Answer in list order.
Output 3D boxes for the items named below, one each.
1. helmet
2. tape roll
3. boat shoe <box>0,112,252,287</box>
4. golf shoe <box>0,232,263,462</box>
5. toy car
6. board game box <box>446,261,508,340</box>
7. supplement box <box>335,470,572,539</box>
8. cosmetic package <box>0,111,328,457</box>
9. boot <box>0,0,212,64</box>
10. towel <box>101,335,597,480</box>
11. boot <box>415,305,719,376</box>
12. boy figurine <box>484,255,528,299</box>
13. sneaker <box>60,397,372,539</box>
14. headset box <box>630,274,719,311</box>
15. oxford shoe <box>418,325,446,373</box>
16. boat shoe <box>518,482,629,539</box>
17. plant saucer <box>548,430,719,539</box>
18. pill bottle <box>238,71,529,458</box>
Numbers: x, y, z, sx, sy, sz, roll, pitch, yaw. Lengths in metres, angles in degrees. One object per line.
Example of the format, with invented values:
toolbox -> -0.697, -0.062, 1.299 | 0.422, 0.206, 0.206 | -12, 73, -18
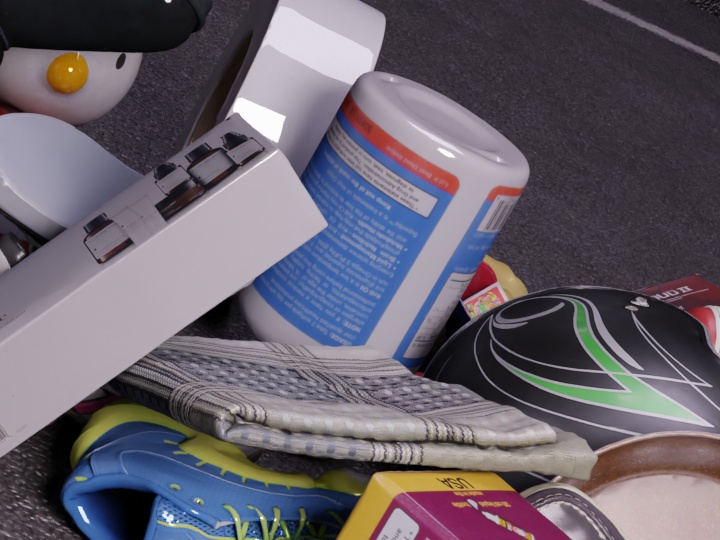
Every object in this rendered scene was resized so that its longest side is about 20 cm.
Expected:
helmet -> 0.126, 0.116, 1.412 | 0.200, 0.200, 0.191 | 21, 20, -29
tape roll -> -0.061, -0.084, 1.665 | 0.071, 0.203, 0.203 | 28, 16, -11
boat shoe -> -0.140, -0.022, 1.407 | 0.199, 0.068, 0.074 | 19, 47, -53
golf shoe -> -0.118, 0.046, 1.367 | 0.200, 0.092, 0.073 | 21, 18, -35
toy car -> -0.176, -0.097, 1.499 | 0.184, 0.200, 0.177 | 24, 17, -21
board game box -> 0.052, -0.004, 1.699 | 0.200, 0.039, 0.158 | 62, -10, 1
supplement box -> 0.069, 0.193, 1.175 | 0.200, 0.131, 0.103 | 40, 19, 30
cosmetic package -> -0.118, 0.007, 1.273 | 0.051, 0.200, 0.083 | 57, -6, -21
boot -> -0.195, -0.110, 1.403 | 0.198, 0.163, 0.073 | 20, -24, 15
towel -> -0.014, 0.059, 1.280 | 0.199, 0.035, 0.192 | 8, 4, -26
boot -> 0.111, 0.070, 1.540 | 0.144, 0.200, 0.073 | 23, 46, -22
boy figurine -> 0.065, 0.012, 1.848 | 0.124, 0.065, 0.200 | 20, 19, -33
sneaker -> -0.053, 0.130, 1.274 | 0.199, 0.076, 0.105 | 20, 24, 10
headset box -> 0.217, 0.102, 1.613 | 0.077, 0.149, 0.200 | -13, 25, -28
oxford shoe -> -0.025, 0.005, 1.702 | 0.084, 0.073, 0.200 | 2, 20, -27
boat shoe -> 0.124, 0.190, 1.241 | 0.065, 0.072, 0.201 | 148, -79, -81
plant saucer -> 0.149, 0.177, 1.298 | 0.200, 0.201, 0.034 | 28, -9, -8
pill bottle -> 0.000, 0.000, 1.515 | 0.112, 0.200, 0.112 | 28, 16, -9
